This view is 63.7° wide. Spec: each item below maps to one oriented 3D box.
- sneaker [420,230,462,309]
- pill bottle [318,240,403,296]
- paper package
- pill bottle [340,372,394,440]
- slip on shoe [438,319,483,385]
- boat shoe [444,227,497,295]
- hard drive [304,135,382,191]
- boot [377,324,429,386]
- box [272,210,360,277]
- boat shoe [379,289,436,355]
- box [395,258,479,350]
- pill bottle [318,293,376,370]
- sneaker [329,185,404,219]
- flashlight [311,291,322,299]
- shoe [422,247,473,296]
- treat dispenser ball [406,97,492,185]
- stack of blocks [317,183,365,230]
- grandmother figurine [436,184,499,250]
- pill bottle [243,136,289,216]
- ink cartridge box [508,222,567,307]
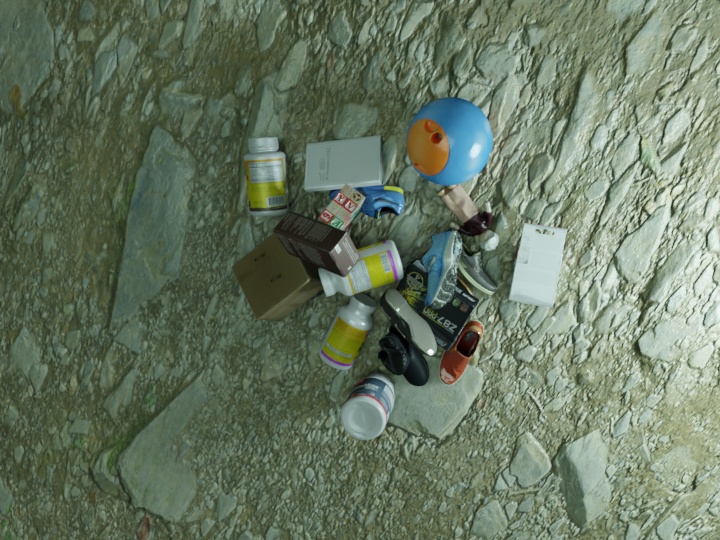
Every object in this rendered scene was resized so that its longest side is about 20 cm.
[{"bbox_3d":[0.189,-0.001,1.426,0.090,0.078,0.201,7,74,33],"label":"sneaker"},{"bbox_3d":[0.000,0.000,1.454,0.199,0.104,0.105,-17,99,-1],"label":"pill bottle"},{"bbox_3d":[-0.215,0.011,1.557,0.200,0.103,0.191,-37,68,19],"label":"paper package"},{"bbox_3d":[0.027,0.354,1.555,0.119,0.200,0.120,3,103,13],"label":"pill bottle"},{"bbox_3d":[0.264,0.222,1.540,0.074,0.061,0.200,28,109,4],"label":"slip on shoe"},{"bbox_3d":[0.278,-0.024,1.470,0.201,0.072,0.066,45,114,2],"label":"boat shoe"},{"bbox_3d":[-0.043,-0.274,1.487,0.199,0.027,0.132,-3,72,15],"label":"hard drive"},{"bbox_3d":[0.112,0.242,1.525,0.076,0.168,0.201,-19,98,19],"label":"boot"},{"bbox_3d":[-0.107,-0.066,1.398,0.200,0.100,0.075,25,66,36],"label":"box"},{"bbox_3d":[0.122,0.138,1.496,0.200,0.067,0.057,54,144,7],"label":"boat shoe"},{"bbox_3d":[0.184,0.087,1.499,0.200,0.049,0.162,35,126,15],"label":"box"},{"bbox_3d":[-0.030,0.163,1.575,0.104,0.104,0.200,29,109,6],"label":"pill bottle"},{"bbox_3d":[0.013,-0.175,1.493,0.199,0.066,0.079,4,74,12],"label":"sneaker"},{"bbox_3d":[-0.070,0.018,1.576,0.200,0.068,0.068,-31,69,22],"label":"flashlight"},{"bbox_3d":[0.238,0.020,1.499,0.070,0.053,0.200,-32,93,37],"label":"shoe"},{"bbox_3d":[0.207,-0.300,1.356,0.200,0.201,0.202,3,104,13],"label":"treat dispenser ball"},{"bbox_3d":[-0.061,-0.123,1.468,0.059,0.200,0.115,37,70,1],"label":"stack of blocks"},{"bbox_3d":[0.281,-0.135,1.456,0.200,0.061,0.121,53,137,-5],"label":"grandmother figurine"},{"bbox_3d":[-0.248,-0.247,1.529,0.109,0.109,0.201,0,102,14],"label":"pill bottle"},{"bbox_3d":[0.441,-0.016,1.446,0.109,0.050,0.201,10,104,12],"label":"ink cartridge box"}]
